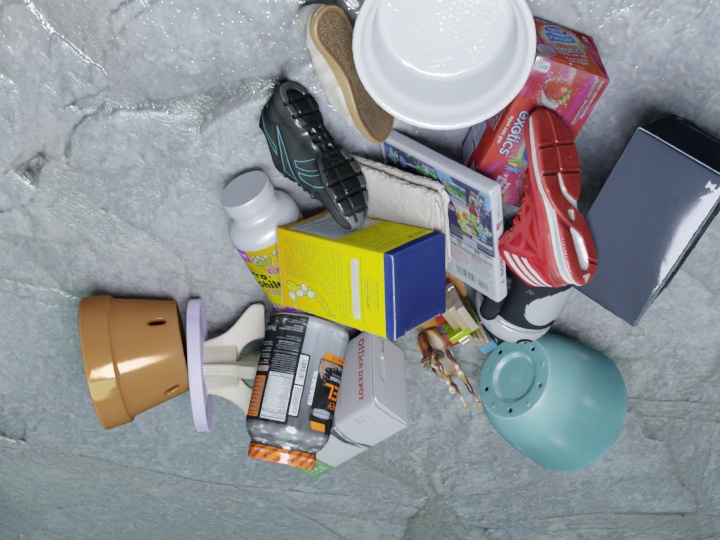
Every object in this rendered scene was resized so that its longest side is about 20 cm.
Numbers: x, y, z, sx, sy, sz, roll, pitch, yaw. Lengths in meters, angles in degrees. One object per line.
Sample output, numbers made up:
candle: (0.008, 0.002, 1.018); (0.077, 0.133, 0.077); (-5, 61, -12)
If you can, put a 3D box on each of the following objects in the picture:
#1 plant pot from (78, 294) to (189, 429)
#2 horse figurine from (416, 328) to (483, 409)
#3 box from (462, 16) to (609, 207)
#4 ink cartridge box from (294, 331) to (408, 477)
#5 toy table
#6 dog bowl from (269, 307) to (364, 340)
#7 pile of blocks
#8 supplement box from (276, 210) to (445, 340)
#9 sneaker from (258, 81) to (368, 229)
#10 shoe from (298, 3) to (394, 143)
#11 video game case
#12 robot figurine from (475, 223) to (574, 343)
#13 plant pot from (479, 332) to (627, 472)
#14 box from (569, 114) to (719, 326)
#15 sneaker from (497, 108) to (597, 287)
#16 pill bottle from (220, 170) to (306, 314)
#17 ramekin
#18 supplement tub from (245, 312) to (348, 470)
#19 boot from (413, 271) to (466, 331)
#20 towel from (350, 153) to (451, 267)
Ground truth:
plant pot: (-0.337, 0.128, 1.266); (0.138, 0.201, 0.202); (-10, 134, -10)
horse figurine: (0.126, 0.142, 1.269); (0.050, 0.133, 0.200); (-36, 143, 2)
box: (0.205, -0.187, 1.003); (0.094, 0.100, 0.201); (14, 131, -12)
ink cartridge box: (-0.026, 0.202, 1.257); (0.199, 0.147, 0.084); (-34, 127, 29)
toy table: (-0.203, 0.145, 1.284); (0.115, 0.184, 0.203); (-3, 103, -4)
dog bowl: (-0.053, 0.115, 1.318); (0.197, 0.059, 0.202); (1, 132, 1)
pile of blocks: (0.151, 0.092, 1.206); (0.062, 0.083, 0.200); (-33, 148, 11)
supplement box: (0.000, 0.000, 1.059); (0.198, 0.108, 0.111); (15, 116, 40)
sneaker: (-0.059, -0.136, 1.046); (0.079, 0.075, 0.202); (-32, 86, 41)
shoe: (-0.015, -0.238, 1.003); (0.053, 0.070, 0.201); (23, 155, 43)
video game case: (0.108, -0.073, 1.073); (0.023, 0.199, 0.184); (-34, 137, -23)
robot figurine: (0.240, 0.012, 1.163); (0.148, 0.126, 0.201); (13, 129, -12)
plant pot: (0.275, 0.184, 1.253); (0.200, 0.203, 0.160); (-34, 135, 29)
box: (0.354, -0.068, 0.999); (0.123, 0.198, 0.202); (34, 118, 18)
sneaker: (0.194, -0.075, 0.954); (0.078, 0.203, 0.115); (-6, 175, -40)
pill bottle: (-0.117, -0.038, 1.150); (0.103, 0.105, 0.201); (-16, 130, 16)
ramekin: (0.094, -0.269, 0.926); (0.197, 0.098, 0.202); (4, 132, 5)
supplement tub: (-0.091, 0.170, 1.164); (0.121, 0.203, 0.123); (11, 167, 3)
boot: (0.077, 0.015, 1.223); (0.142, 0.071, 0.202); (-21, 134, 13)
towel: (0.033, -0.082, 1.090); (0.198, 0.034, 0.134); (24, 140, 31)
